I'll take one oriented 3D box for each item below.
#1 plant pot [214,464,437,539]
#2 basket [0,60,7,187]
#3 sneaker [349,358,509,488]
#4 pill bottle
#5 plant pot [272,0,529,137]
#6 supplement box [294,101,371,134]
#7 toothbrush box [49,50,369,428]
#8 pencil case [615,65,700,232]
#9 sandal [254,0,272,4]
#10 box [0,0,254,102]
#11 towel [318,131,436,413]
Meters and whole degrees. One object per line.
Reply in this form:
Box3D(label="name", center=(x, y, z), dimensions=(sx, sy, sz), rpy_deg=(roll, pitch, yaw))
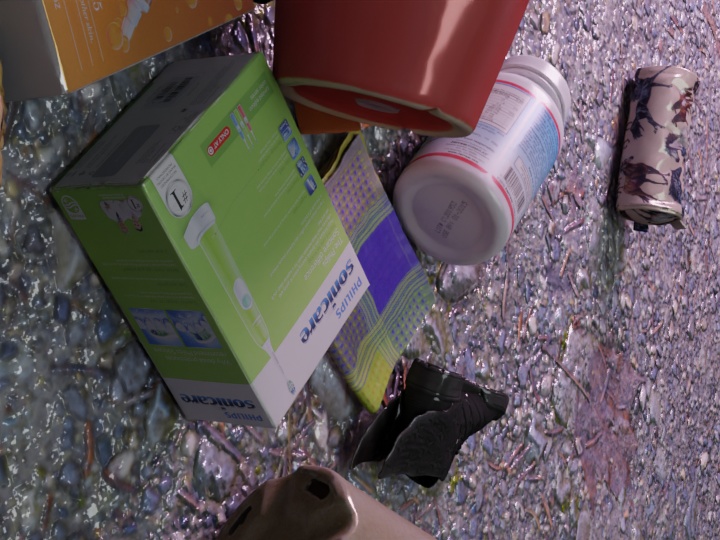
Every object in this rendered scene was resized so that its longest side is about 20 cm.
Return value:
Box3D(label="plant pot", center=(-0.008, 0.242, 0.869), dimensions=(0.184, 0.199, 0.202), rpy_deg=(47, 53, -30))
Box3D(label="basket", center=(-0.229, -0.067, 0.519), dimensions=(0.149, 0.141, 0.203), rpy_deg=(-165, -107, -82))
Box3D(label="sneaker", center=(0.065, 0.138, 1.066), dimensions=(0.199, 0.059, 0.105), rpy_deg=(28, 81, -60))
Box3D(label="pill bottle", center=(0.116, -0.105, 1.090), dimensions=(0.200, 0.108, 0.110), rpy_deg=(-54, 131, -40))
Box3D(label="plant pot", center=(0.028, -0.193, 0.823), dimensions=(0.200, 0.199, 0.180), rpy_deg=(14, 89, -54))
Box3D(label="supplement box", center=(0.027, -0.161, 0.999), dimensions=(0.199, 0.066, 0.070), rpy_deg=(-28, 113, -51))
Box3D(label="toothbrush box", center=(-0.091, -0.019, 0.814), dimensions=(0.146, 0.085, 0.201), rpy_deg=(-56, 133, -38))
Box3D(label="pencil case", center=(0.356, -0.149, 1.459), dimensions=(0.089, 0.077, 0.203), rpy_deg=(21, 71, -31))
Box3D(label="sandal", center=(-0.079, -0.227, 0.875), dimensions=(0.198, 0.045, 0.076), rpy_deg=(5, 81, -41))
Box3D(label="box", center=(-0.157, -0.179, 0.682), dimensions=(0.200, 0.096, 0.126), rpy_deg=(-45, 128, -56))
Box3D(label="towel", center=(0.000, 0.000, 0.999), dimensions=(0.144, 0.023, 0.201), rpy_deg=(-55, 133, -40))
